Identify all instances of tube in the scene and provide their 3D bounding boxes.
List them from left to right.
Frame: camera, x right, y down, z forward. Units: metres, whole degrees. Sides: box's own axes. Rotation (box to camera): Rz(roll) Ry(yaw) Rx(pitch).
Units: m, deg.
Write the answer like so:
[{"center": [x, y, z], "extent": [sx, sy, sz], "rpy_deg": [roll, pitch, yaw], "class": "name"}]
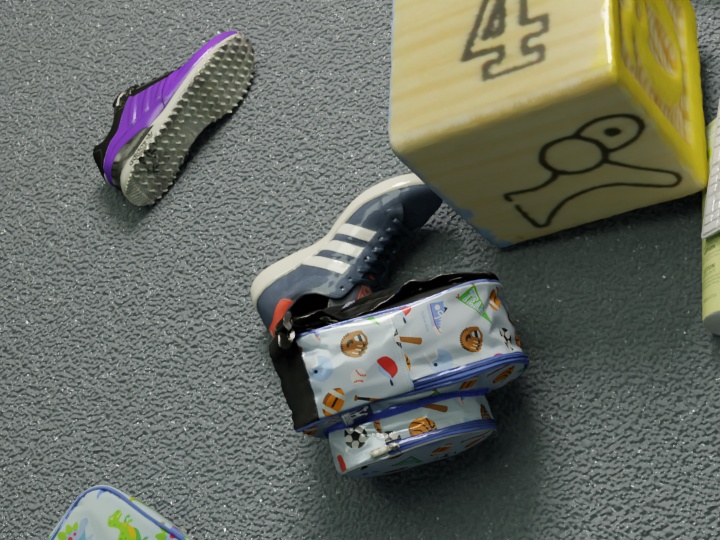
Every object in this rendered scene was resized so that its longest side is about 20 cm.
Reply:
[{"center": [0.298, -0.047, 1.294], "extent": [0.058, 0.052, 0.201], "rpy_deg": [-7, 61, 25], "class": "tube"}]

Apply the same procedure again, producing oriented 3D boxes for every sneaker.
[{"center": [-0.193, -0.166, 1.584], "extent": [0.099, 0.070, 0.200], "rpy_deg": [32, 79, 37], "class": "sneaker"}, {"center": [0.000, 0.000, 1.400], "extent": [0.200, 0.075, 0.085], "rpy_deg": [-38, 51, 14], "class": "sneaker"}]

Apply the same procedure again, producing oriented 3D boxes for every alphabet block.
[{"center": [0.155, -0.161, 1.322], "extent": [0.199, 0.195, 0.197], "rpy_deg": [-15, 58, 28], "class": "alphabet block"}]

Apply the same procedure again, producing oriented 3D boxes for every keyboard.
[{"center": [0.302, -0.120, 1.289], "extent": [0.056, 0.011, 0.201], "rpy_deg": [-29, 41, 54], "class": "keyboard"}]

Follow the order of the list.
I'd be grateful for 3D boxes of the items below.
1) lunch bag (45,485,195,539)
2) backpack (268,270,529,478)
[{"center": [-0.215, 0.289, 1.331], "extent": [0.160, 0.082, 0.200], "rpy_deg": [26, 76, 33], "class": "lunch bag"}, {"center": [0.037, 0.078, 1.271], "extent": [0.190, 0.200, 0.155], "rpy_deg": [-25, 86, 2], "class": "backpack"}]
